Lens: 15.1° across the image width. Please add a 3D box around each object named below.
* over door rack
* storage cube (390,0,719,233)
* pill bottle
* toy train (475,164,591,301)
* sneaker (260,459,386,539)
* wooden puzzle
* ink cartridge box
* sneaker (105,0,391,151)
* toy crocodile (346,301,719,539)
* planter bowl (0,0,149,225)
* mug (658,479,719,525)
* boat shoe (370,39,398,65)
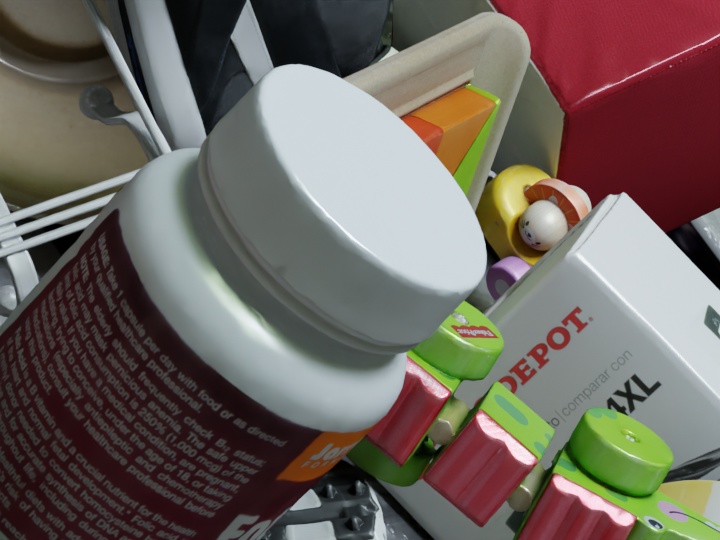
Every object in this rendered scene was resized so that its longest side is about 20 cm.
[{"bbox_3d":[-0.158,-0.074,0.976,0.147,0.067,0.201,-20,83,-25],"label":"over door rack"},{"bbox_3d":[0.131,-0.127,1.368,0.179,0.200,0.172,-24,64,-15],"label":"storage cube"},{"bbox_3d":[-0.057,0.033,0.905,0.114,0.200,0.115,34,28,-21],"label":"pill bottle"},{"bbox_3d":[0.056,-0.001,1.236,0.199,0.056,0.151,35,51,-14],"label":"toy train"},{"bbox_3d":[-0.011,0.150,0.929,0.066,0.091,0.200,-6,28,-2],"label":"sneaker"},{"bbox_3d":[0.000,0.000,1.062,0.037,0.186,0.200,27,22,19],"label":"wooden puzzle"},{"bbox_3d":[0.120,0.092,1.141,0.200,0.146,0.084,45,28,0],"label":"ink cartridge box"},{"bbox_3d":[-0.046,-0.143,0.992,0.073,0.111,0.201,-129,-158,-50],"label":"sneaker"},{"bbox_3d":[0.051,0.069,0.980,0.199,0.068,0.062,34,20,1],"label":"toy crocodile"},{"bbox_3d":[-0.111,-0.128,1.101,0.200,0.201,0.135,37,1,-16],"label":"planter bowl"},{"bbox_3d":[0.106,0.185,1.039,0.153,0.185,0.150,-55,132,-55],"label":"mug"},{"bbox_3d":[-0.034,-0.087,1.192,0.063,0.074,0.201,48,-5,-11],"label":"boat shoe"}]
